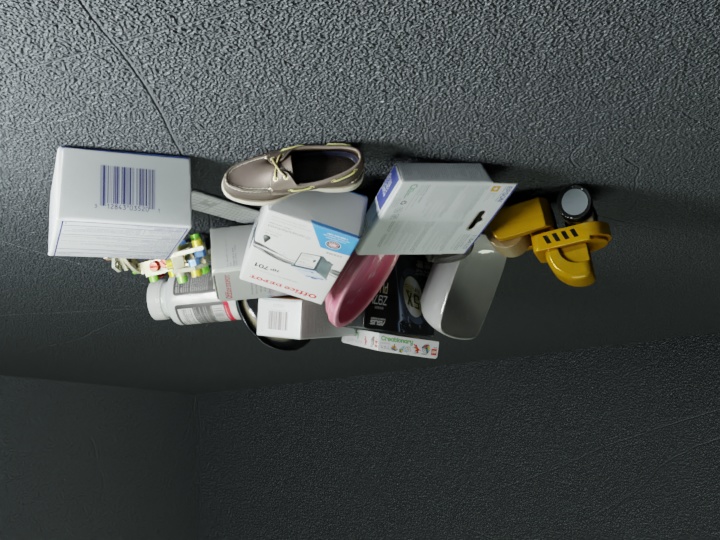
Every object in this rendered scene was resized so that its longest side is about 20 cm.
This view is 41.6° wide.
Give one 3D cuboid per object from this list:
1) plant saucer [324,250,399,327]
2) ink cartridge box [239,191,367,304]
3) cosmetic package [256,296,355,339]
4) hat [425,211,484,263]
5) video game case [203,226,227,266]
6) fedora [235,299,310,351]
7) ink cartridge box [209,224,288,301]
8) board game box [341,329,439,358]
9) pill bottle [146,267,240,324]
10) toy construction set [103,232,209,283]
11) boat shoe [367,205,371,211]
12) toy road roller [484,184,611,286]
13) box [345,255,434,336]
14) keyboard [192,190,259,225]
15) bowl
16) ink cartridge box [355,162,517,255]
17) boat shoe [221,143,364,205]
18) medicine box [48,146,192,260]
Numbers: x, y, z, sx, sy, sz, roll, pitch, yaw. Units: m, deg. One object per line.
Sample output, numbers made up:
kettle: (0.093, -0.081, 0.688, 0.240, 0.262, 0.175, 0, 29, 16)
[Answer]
plant saucer: (0.000, 0.000, 1.605, 0.050, 0.202, 0.201, 34, 175, 14)
ink cartridge box: (-0.090, -0.048, 1.438, 0.144, 0.087, 0.201, 17, 144, -11)
cosmetic package: (-0.097, 0.087, 1.771, 0.100, 0.073, 0.199, 3, 180, 29)
hat: (0.146, -0.058, 1.632, 0.196, 0.083, 0.201, -3, 168, -1)
video game case: (-0.217, -0.036, 1.776, 0.178, 0.026, 0.199, 6, 164, -35)
fedora: (-0.150, 0.063, 1.889, 0.198, 0.204, 0.091, 10, 143, -43)
ink cartridge box: (-0.160, -0.017, 1.647, 0.196, 0.089, 0.146, -8, 159, -7)
board game box: (0.054, 0.138, 1.836, 0.124, 0.035, 0.199, 9, 177, -21)
pill bottle: (-0.331, 0.052, 1.941, 0.196, 0.113, 0.111, -5, 167, 12)
toy construction set: (-0.351, -0.018, 1.677, 0.196, 0.094, 0.131, 3, -167, 12)
boat shoe: (-0.050, -0.082, 1.524, 0.196, 0.070, 0.084, -11, 155, 21)
toy road roller: (0.313, -0.042, 1.562, 0.196, 0.149, 0.123, -14, 164, 16)
box: (0.053, 0.033, 1.795, 0.085, 0.167, 0.198, 2, 173, 45)
keyboard: (-0.217, -0.099, 1.540, 0.056, 0.011, 0.198, -12, 164, 35)
bowl: (0.187, 0.022, 1.793, 0.074, 0.203, 0.199, 21, -178, 30)
ink cartridge box: (0.109, -0.091, 1.443, 0.196, 0.044, 0.197, -2, 149, -24)
boat shoe: (-0.091, -0.135, 1.283, 0.196, 0.073, 0.060, -5, 162, -6)
medicine box: (-0.345, -0.088, 1.349, 0.179, 0.105, 0.200, 2, 167, -21)
